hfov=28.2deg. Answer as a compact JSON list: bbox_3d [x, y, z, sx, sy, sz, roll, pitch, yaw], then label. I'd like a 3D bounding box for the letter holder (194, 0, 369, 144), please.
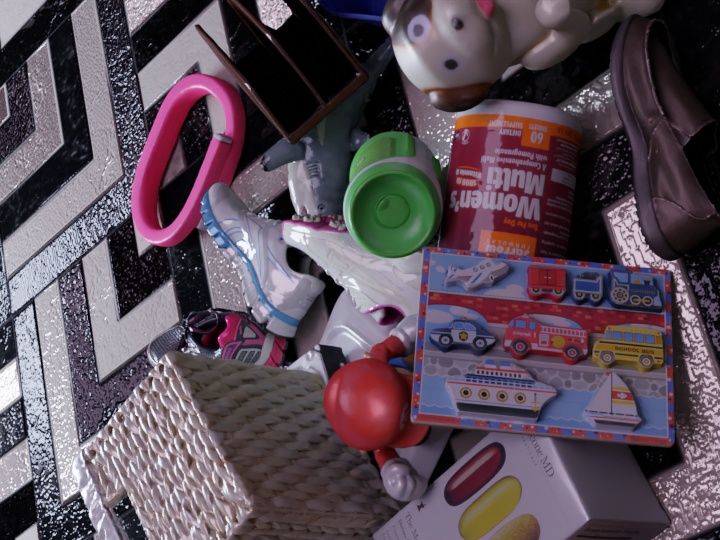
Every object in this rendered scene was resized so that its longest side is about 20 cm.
[{"bbox_3d":[-0.099,-0.238,1.404,0.100,0.142,0.200,-40,34,0],"label":"letter holder"}]

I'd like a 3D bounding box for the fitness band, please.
[{"bbox_3d":[-0.197,-0.122,1.611,0.143,0.037,0.201,37,107,45],"label":"fitness band"}]

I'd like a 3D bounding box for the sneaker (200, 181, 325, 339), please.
[{"bbox_3d":[-0.093,-0.028,1.466,0.087,0.075,0.201,-45,57,17],"label":"sneaker"}]

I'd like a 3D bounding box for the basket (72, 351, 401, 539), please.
[{"bbox_3d":[-0.107,0.192,1.230,0.161,0.199,0.199,-53,49,23],"label":"basket"}]

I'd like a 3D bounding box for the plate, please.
[{"bbox_3d":[-0.002,0.142,1.351,0.199,0.032,0.201,37,109,44],"label":"plate"}]

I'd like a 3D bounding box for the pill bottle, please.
[{"bbox_3d":[0.121,-0.034,1.202,0.109,0.109,0.202,3,84,47],"label":"pill bottle"}]

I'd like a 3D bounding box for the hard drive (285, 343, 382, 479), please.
[{"bbox_3d":[-0.045,0.189,1.336,0.139,0.038,0.201,-39,57,36],"label":"hard drive"}]

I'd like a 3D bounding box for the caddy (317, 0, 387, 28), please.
[{"bbox_3d":[0.033,-0.300,1.354,0.199,0.104,0.143,15,91,47],"label":"caddy"}]

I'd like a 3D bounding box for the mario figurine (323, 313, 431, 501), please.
[{"bbox_3d":[0.041,0.111,1.176,0.106,0.200,0.124,-37,84,6],"label":"mario figurine"}]

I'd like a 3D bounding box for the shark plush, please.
[{"bbox_3d":[-0.010,-0.138,1.425,0.083,0.091,0.201,32,84,25],"label":"shark plush"}]

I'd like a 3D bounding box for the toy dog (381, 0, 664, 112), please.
[{"bbox_3d":[0.111,-0.220,1.172,0.193,0.199,0.140,-10,111,59],"label":"toy dog"}]

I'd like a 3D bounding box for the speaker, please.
[{"bbox_3d":[0.029,-0.069,1.252,0.200,0.088,0.089,-83,17,-76],"label":"speaker"}]

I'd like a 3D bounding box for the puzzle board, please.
[{"bbox_3d":[0.142,0.055,1.100,0.017,0.198,0.152,94,-178,-59],"label":"puzzle board"}]

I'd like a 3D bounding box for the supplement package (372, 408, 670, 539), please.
[{"bbox_3d":[0.125,0.206,1.144,0.200,0.109,0.114,-46,52,29],"label":"supplement package"}]

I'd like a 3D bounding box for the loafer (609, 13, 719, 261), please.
[{"bbox_3d":[0.249,-0.110,1.122,0.071,0.073,0.202,-17,74,32],"label":"loafer"}]

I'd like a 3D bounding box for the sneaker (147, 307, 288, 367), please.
[{"bbox_3d":[-0.160,0.072,1.492,0.199,0.074,0.081,-11,58,47],"label":"sneaker"}]

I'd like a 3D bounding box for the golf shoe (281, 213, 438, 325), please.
[{"bbox_3d":[0.000,0.000,1.339,0.199,0.075,0.092,17,104,38],"label":"golf shoe"}]
